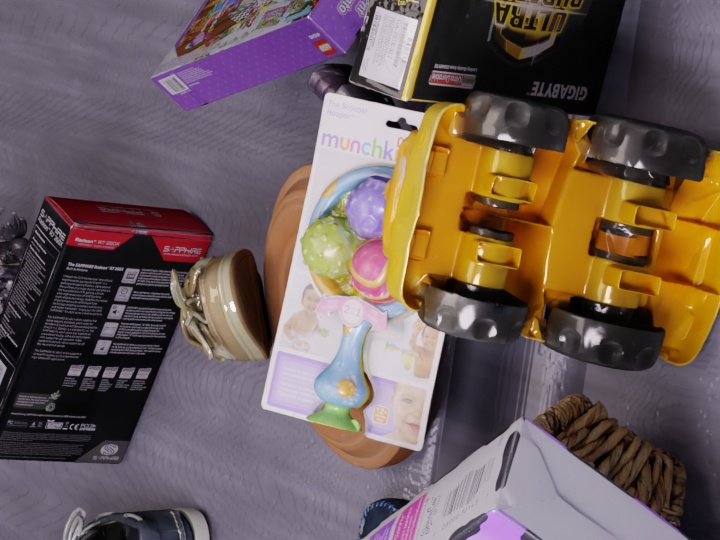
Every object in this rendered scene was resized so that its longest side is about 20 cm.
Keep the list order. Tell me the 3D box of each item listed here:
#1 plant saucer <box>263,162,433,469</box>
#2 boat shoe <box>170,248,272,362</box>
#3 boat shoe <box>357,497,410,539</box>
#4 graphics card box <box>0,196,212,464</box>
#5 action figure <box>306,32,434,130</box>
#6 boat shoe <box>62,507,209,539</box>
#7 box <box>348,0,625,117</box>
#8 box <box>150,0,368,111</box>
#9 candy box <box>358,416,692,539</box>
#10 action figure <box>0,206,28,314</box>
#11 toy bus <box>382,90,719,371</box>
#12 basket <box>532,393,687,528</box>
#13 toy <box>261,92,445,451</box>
[{"bbox_3d":[-0.014,0.030,1.861,0.200,0.032,0.201,38,135,54],"label":"plant saucer"},{"bbox_3d":[-0.094,0.030,1.922,0.200,0.062,0.074,80,-179,-82],"label":"boat shoe"},{"bbox_3d":[0.015,0.238,1.796,0.084,0.068,0.201,-25,63,51],"label":"boat shoe"},{"bbox_3d":[-0.200,0.045,2.104,0.051,0.125,0.201,43,120,44],"label":"graphics card box"},{"bbox_3d":[0.044,-0.073,1.825,0.130,0.069,0.200,-51,48,28],"label":"action figure"},{"bbox_3d":[-0.183,0.210,2.102,0.200,0.062,0.075,-13,75,55],"label":"boat shoe"},{"bbox_3d":[0.086,-0.173,1.659,0.049,0.200,0.160,20,101,34],"label":"box"},{"bbox_3d":[-0.045,-0.185,1.941,0.200,0.039,0.137,-14,39,55],"label":"box"},{"bbox_3d":[0.079,0.190,1.512,0.200,0.168,0.072,-40,21,40],"label":"candy box"},{"bbox_3d":[-0.285,0.034,2.258,0.200,0.102,0.119,63,144,39],"label":"action figure"},{"bbox_3d":[0.086,-0.036,1.644,0.192,0.199,0.136,28,107,63],"label":"toy bus"},{"bbox_3d":[0.068,0.148,1.631,0.200,0.149,0.143,-45,21,42],"label":"basket"},{"bbox_3d":[0.000,0.000,1.757,0.115,0.047,0.201,14,98,27],"label":"toy"}]
